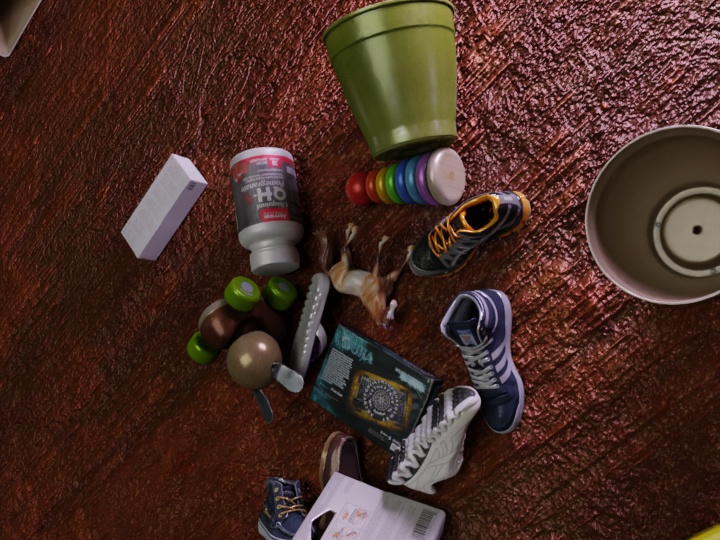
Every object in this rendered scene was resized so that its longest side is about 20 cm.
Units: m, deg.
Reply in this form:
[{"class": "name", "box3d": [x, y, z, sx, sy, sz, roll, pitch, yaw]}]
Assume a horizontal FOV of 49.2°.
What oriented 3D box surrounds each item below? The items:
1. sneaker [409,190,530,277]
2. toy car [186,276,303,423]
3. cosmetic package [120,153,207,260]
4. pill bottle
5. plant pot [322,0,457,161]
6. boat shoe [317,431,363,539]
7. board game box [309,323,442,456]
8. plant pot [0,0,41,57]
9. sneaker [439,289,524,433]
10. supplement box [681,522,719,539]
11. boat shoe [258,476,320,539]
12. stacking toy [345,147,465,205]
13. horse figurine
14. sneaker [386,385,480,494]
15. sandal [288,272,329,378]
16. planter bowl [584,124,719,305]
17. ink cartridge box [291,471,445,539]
[{"class": "sneaker", "box3d": [0.143, -0.057, 1.127, 0.200, 0.077, 0.078, -36, 66, 28]}, {"class": "toy car", "box3d": [-0.160, 0.136, 1.269, 0.164, 0.158, 0.200, -51, 58, 29]}, {"class": "cosmetic package", "box3d": [-0.383, -0.121, 1.533, 0.200, 0.051, 0.083, -51, 60, 19]}, {"class": "pill bottle", "box3d": [-0.156, -0.097, 1.327, 0.111, 0.111, 0.200, -19, 73, 33]}, {"class": "plant pot", "box3d": [0.060, -0.269, 1.161, 0.200, 0.200, 0.193, -13, 88, 34]}, {"class": "boat shoe", "box3d": [-0.020, 0.348, 1.194, 0.070, 0.070, 0.200, 4, 94, 43]}, {"class": "board game box", "box3d": [0.019, 0.184, 1.212, 0.200, 0.028, 0.135, 28, 100, 36]}, {"class": "plant pot", "box3d": [-0.930, -0.687, 1.929, 0.200, 0.200, 0.177, -49, 48, 21]}, {"class": "sneaker", "box3d": [0.164, 0.122, 1.066, 0.070, 0.108, 0.200, -12, 77, 35]}, {"class": "supplement box", "box3d": [0.437, 0.314, 0.842, 0.200, 0.109, 0.110, -38, 64, 26]}, {"class": "boat shoe", "box3d": [-0.112, 0.377, 1.216, 0.200, 0.071, 0.091, 171, 106, -65]}, {"class": "stacking toy", "box3d": [0.056, -0.133, 1.201, 0.200, 0.085, 0.085, -3, 82, 39]}, {"class": "horse figurine", "box3d": [0.000, 0.000, 1.238, 0.200, 0.050, 0.133, 23, 97, 36]}, {"class": "sneaker", "box3d": [0.115, 0.238, 1.094, 0.081, 0.075, 0.200, 30, 122, -6]}, {"class": "sandal", "box3d": [-0.073, 0.104, 1.272, 0.082, 0.050, 0.203, -117, 40, -64]}, {"class": "planter bowl", "box3d": [0.382, -0.056, 0.916, 0.200, 0.135, 0.200, -5, 81, 35]}, {"class": "ink cartridge box", "box3d": [0.002, 0.383, 1.072, 0.176, 0.200, 0.045, 15, 125, 19]}]
